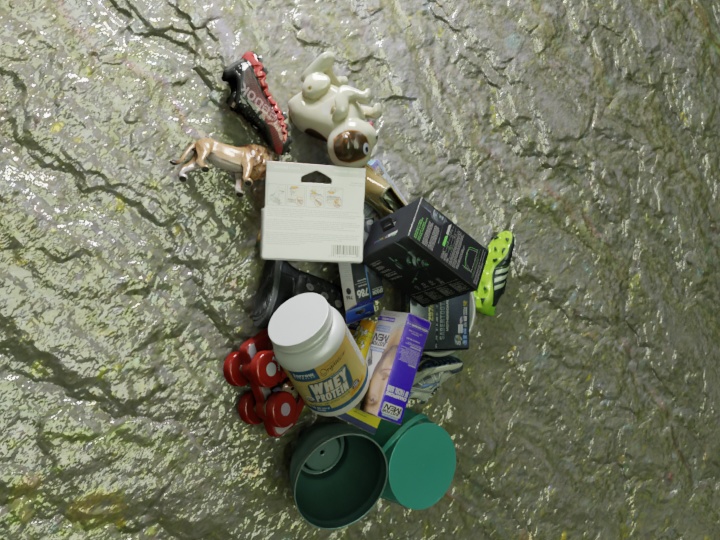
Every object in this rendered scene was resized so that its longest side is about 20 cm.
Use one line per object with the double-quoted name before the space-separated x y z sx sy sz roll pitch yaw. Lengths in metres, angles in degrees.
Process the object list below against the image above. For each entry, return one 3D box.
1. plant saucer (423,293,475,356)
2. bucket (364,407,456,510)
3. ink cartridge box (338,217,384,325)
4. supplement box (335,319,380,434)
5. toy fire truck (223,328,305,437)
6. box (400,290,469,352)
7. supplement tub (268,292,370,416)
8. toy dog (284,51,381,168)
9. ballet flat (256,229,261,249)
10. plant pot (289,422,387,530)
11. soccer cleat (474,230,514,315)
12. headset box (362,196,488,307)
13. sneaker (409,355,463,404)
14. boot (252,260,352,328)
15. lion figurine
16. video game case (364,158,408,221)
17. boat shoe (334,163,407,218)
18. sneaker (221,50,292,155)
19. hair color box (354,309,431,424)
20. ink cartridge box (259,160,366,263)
"plant saucer" 0.168 0.088 1.623 0.195 0.050 0.207 -1 91 -29
"bucket" 0.098 0.400 1.548 0.202 0.134 0.214 -1 91 -30
"ink cartridge box" 0.000 0.000 1.461 0.098 0.038 0.206 -17 101 -50
"supplement box" 0.003 0.215 1.501 0.108 0.108 0.204 29 77 -27
"toy fire truck" -0.161 0.208 1.418 0.167 0.110 0.205 -32 108 -44
"box" 0.162 0.070 1.561 0.154 0.051 0.207 2 88 -26
"supplement tub" -0.076 0.156 1.344 0.145 0.143 0.202 -44 131 -20
"toy dog" -0.047 -0.285 1.397 0.192 0.140 0.202 -36 69 -5
"ballet flat" -0.112 -0.088 1.416 0.196 0.063 0.070 -28 96 -5
"plant pot" -0.060 0.387 1.446 0.195 0.134 0.206 -8 110 -22
"soccer cleat" 0.319 0.007 1.705 0.080 0.067 0.204 32 77 -44
"headset box" 0.117 -0.033 1.410 0.198 0.173 0.094 34 60 -21
"sneaker" 0.142 0.245 1.612 0.195 0.077 0.088 -14 109 -21
"boot" -0.108 0.076 1.433 0.198 0.065 0.168 32 51 -29
"lion figurine" -0.254 -0.209 1.359 0.196 0.073 0.125 20 49 -22
"video game case" 0.014 -0.099 1.530 0.200 0.045 0.183 -45 111 -20
"boat shoe" 0.035 -0.166 1.472 0.198 0.076 0.073 37 77 -22
"sneaker" -0.202 -0.309 1.383 0.096 0.070 0.205 -28 99 -24
"hair color box" 0.058 0.184 1.407 0.064 0.109 0.205 21 81 -27
"ink cartridge box" -0.089 -0.108 1.366 0.194 0.045 0.182 2 94 -14
